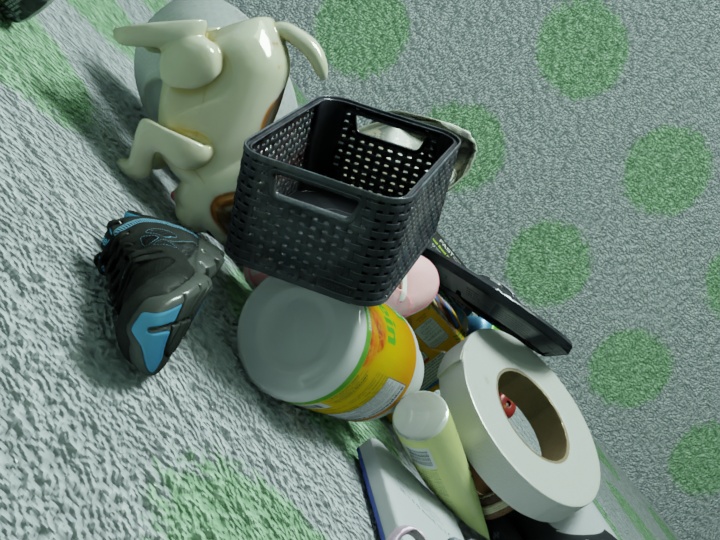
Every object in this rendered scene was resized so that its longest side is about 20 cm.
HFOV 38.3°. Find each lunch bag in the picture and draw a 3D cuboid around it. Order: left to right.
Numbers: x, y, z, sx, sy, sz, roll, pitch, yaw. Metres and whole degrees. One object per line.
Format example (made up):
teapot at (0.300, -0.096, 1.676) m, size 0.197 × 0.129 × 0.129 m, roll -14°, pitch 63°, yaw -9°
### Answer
lunch bag at (0.017, -0.101, 1.148) m, size 0.118 × 0.200 × 0.164 m, roll 66°, pitch -16°, yaw 1°

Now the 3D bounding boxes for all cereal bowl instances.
cereal bowl at (-0.163, -0.177, 1.069) m, size 0.200 × 0.083 × 0.200 m, roll 29°, pitch -39°, yaw 27°

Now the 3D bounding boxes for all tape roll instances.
tape roll at (0.158, 0.150, 1.027) m, size 0.203 × 0.037 × 0.203 m, roll 34°, pitch 34°, yaw -26°

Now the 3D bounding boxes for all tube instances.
tube at (0.077, 0.183, 0.961) m, size 0.200 × 0.052 × 0.058 m, roll 67°, pitch 20°, yaw -47°

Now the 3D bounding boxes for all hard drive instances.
hard drive at (0.059, 0.239, 0.866) m, size 0.132 × 0.025 × 0.200 m, roll 47°, pitch 9°, yaw -24°

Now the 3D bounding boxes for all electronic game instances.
electronic game at (0.141, 0.031, 1.118) m, size 0.200 × 0.042 × 0.200 m, roll 34°, pitch 0°, yaw 0°

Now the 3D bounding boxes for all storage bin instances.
storage bin at (-0.010, -0.063, 0.845) m, size 0.135 × 0.094 × 0.200 m, roll 20°, pitch 27°, yaw 11°

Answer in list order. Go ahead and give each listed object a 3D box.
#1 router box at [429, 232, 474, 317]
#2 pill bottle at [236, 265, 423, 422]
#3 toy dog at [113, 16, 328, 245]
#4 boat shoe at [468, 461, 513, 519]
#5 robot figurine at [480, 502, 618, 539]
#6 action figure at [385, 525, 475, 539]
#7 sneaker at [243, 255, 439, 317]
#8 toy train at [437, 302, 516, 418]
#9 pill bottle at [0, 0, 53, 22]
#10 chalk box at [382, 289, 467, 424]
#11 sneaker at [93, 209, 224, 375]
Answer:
router box at (0.039, 0.003, 1.307) m, size 0.200 × 0.150 × 0.062 m, roll 51°, pitch 34°, yaw -6°
pill bottle at (-0.014, 0.071, 0.900) m, size 0.111 × 0.111 × 0.200 m, roll 55°, pitch 9°, yaw 25°
toy dog at (-0.123, -0.123, 0.945) m, size 0.140 × 0.193 × 0.201 m, roll -128°, pitch -147°, yaw -79°
boat shoe at (0.120, 0.189, 1.082) m, size 0.075 × 0.075 × 0.202 m, roll 58°, pitch 2°, yaw -10°
robot figurine at (0.202, 0.287, 1.068) m, size 0.200 × 0.150 × 0.125 m, roll -120°, pitch -159°, yaw -47°
action figure at (0.094, 0.289, 0.718) m, size 0.149 × 0.134 × 0.200 m, roll 3°, pitch -44°, yaw 41°
sneaker at (0.000, 0.000, 0.970) m, size 0.200 × 0.105 × 0.076 m, roll 7°, pitch 74°, yaw -23°
toy train at (0.115, 0.144, 1.208) m, size 0.116 × 0.085 × 0.200 m, roll 35°, pitch 60°, yaw -28°
pill bottle at (-0.334, -0.319, 0.888) m, size 0.200 × 0.106 × 0.106 m, roll 46°, pitch 10°, yaw -32°
chalk box at (0.028, 0.051, 1.163) m, size 0.124 × 0.125 × 0.200 m, roll 48°, pitch 10°, yaw -21°
sneaker at (-0.144, 0.009, 0.684) m, size 0.082 × 0.073 × 0.200 m, roll 33°, pitch 6°, yaw -10°
